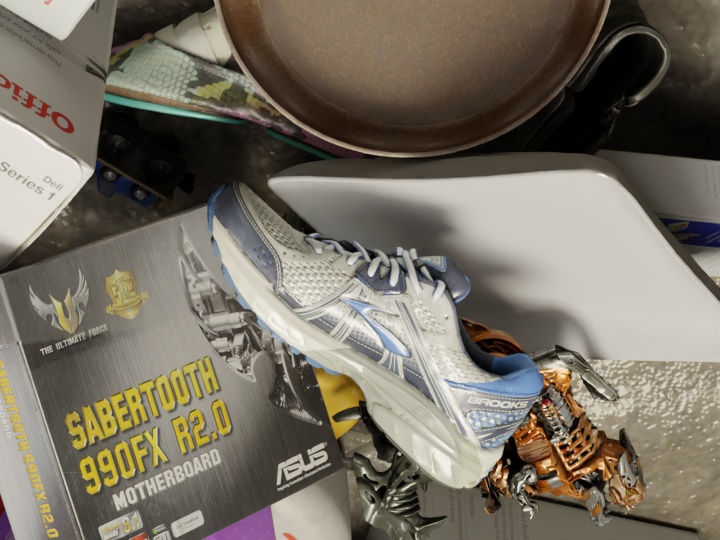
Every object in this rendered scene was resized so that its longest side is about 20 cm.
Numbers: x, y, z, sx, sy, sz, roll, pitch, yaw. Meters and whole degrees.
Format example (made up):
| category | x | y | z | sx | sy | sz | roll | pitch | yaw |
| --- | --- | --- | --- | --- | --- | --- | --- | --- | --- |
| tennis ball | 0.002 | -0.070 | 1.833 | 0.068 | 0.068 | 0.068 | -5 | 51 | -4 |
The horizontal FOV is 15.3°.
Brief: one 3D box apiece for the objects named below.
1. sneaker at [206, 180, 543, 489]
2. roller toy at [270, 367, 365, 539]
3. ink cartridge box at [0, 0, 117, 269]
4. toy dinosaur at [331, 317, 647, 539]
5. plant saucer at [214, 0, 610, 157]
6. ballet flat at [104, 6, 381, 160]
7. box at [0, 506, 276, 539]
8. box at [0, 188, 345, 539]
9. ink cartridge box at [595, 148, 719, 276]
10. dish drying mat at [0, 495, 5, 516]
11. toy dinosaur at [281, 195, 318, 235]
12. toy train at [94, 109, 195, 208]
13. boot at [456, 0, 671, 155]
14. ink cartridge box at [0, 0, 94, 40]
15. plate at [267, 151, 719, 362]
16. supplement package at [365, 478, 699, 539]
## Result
| category | x | y | z | sx | sy | sz | roll | pitch | yaw |
| --- | --- | --- | --- | --- | --- | --- | --- | --- | --- |
| sneaker | 0.011 | 0.015 | 1.349 | 0.200 | 0.077 | 0.085 | 41 | 106 | -10 |
| roller toy | -0.098 | 0.117 | 1.524 | 0.182 | 0.140 | 0.200 | 6 | 137 | -11 |
| ink cartridge box | -0.202 | -0.116 | 1.310 | 0.146 | 0.200 | 0.084 | 33 | 122 | -22 |
| toy dinosaur | 0.058 | 0.073 | 1.432 | 0.200 | 0.102 | 0.136 | 48 | 116 | 3 |
| plant saucer | 0.026 | -0.153 | 1.326 | 0.200 | 0.032 | 0.200 | -1 | 84 | 6 |
| ballet flat | -0.048 | -0.099 | 1.402 | 0.200 | 0.069 | 0.071 | 17 | 101 | 7 |
| box | -0.146 | 0.185 | 1.453 | 0.137 | 0.039 | 0.200 | 11 | 135 | -24 |
| box | -0.105 | 0.058 | 1.341 | 0.048 | 0.200 | 0.158 | -14 | 94 | 39 |
| ink cartridge box | 0.180 | -0.027 | 1.432 | 0.200 | 0.039 | 0.099 | 6 | 162 | -27 |
| dish drying mat | -0.219 | 0.065 | 1.472 | 0.018 | 0.200 | 0.077 | -10 | 148 | -45 |
| toy dinosaur | 0.000 | 0.000 | 1.464 | 0.047 | 0.088 | 0.200 | -19 | 140 | 24 |
| toy train | -0.178 | -0.087 | 1.436 | 0.200 | 0.034 | 0.046 | 30 | 125 | -20 |
| boot | 0.081 | -0.081 | 1.380 | 0.068 | 0.131 | 0.200 | 27 | 123 | -19 |
| ink cartridge box | -0.176 | -0.238 | 1.253 | 0.200 | 0.145 | 0.145 | 30 | 121 | -22 |
| plate | 0.084 | -0.011 | 1.361 | 0.200 | 0.032 | 0.200 | 1 | 152 | 35 |
| supplement package | 0.099 | 0.217 | 1.615 | 0.200 | 0.117 | 0.117 | 13 | 126 | -9 |
